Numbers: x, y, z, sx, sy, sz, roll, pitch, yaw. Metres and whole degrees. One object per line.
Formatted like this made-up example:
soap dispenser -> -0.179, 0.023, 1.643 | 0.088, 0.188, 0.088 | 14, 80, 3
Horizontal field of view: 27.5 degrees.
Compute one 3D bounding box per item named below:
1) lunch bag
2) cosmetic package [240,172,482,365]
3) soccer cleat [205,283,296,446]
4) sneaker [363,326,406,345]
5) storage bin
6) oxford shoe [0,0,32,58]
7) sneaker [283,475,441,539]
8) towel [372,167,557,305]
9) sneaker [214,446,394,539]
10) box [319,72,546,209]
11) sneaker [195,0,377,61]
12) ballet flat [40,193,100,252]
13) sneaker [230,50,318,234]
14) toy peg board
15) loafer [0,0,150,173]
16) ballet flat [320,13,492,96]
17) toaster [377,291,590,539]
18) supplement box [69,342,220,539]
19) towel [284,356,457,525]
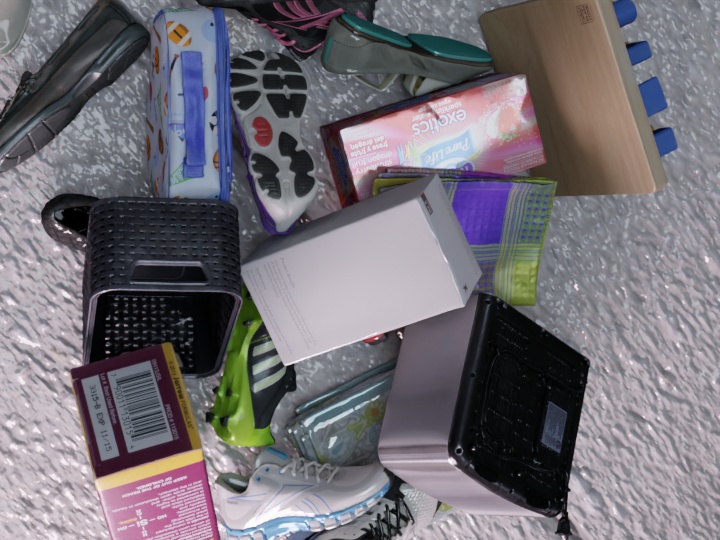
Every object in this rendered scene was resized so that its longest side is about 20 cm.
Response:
lunch bag -> -0.158, -0.144, 1.381 | 0.075, 0.160, 0.203 | -3, 94, -13
cosmetic package -> 0.000, 0.000, 1.374 | 0.198, 0.081, 0.114 | -18, 105, 22
soccer cleat -> -0.096, 0.079, 1.483 | 0.080, 0.067, 0.202 | 16, 89, -39
sneaker -> 0.048, -0.024, 1.493 | 0.098, 0.071, 0.201 | 43, 88, -17
storage bin -> -0.188, 0.020, 1.369 | 0.133, 0.200, 0.095 | 1, 64, -13
oxford shoe -> -0.338, -0.300, 1.375 | 0.074, 0.058, 0.203 | 7, 97, -16
sneaker -> 0.009, 0.269, 1.469 | 0.199, 0.088, 0.076 | -33, 104, -8
towel -> 0.095, -0.028, 1.444 | 0.198, 0.023, 0.145 | 1, 113, -20
sneaker -> -0.063, 0.213, 1.461 | 0.198, 0.075, 0.087 | -19, 99, 21
box -> 0.072, -0.126, 1.470 | 0.198, 0.103, 0.096 | -18, 101, -11
sneaker -> -0.069, -0.250, 1.431 | 0.198, 0.079, 0.096 | -2, 113, -24
ballet flat -> -0.214, -0.029, 1.438 | 0.198, 0.057, 0.067 | 11, 95, -14
sneaker -> -0.093, -0.125, 1.419 | 0.080, 0.084, 0.202 | 2, 59, -15
toy peg board -> 0.237, -0.186, 1.463 | 0.097, 0.199, 0.202 | -26, 103, -24
loafer -> -0.291, -0.178, 1.404 | 0.200, 0.072, 0.063 | -44, 85, -12
ballet flat -> 0.044, -0.206, 1.461 | 0.198, 0.067, 0.064 | 6, 116, -37
toaster -> 0.127, 0.147, 1.451 | 0.180, 0.118, 0.202 | 31, 62, -36
supplement box -> -0.199, 0.186, 1.384 | 0.102, 0.132, 0.201 | -15, 139, -11
towel -> 0.038, 0.186, 1.532 | 0.198, 0.048, 0.173 | -25, 105, -9
